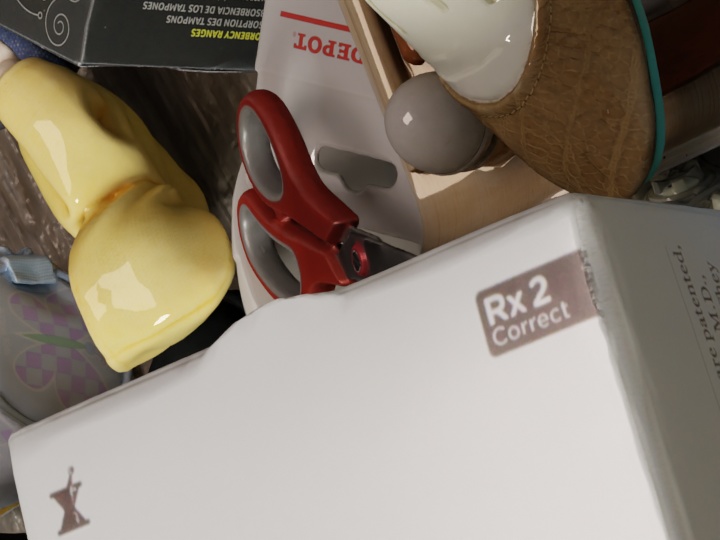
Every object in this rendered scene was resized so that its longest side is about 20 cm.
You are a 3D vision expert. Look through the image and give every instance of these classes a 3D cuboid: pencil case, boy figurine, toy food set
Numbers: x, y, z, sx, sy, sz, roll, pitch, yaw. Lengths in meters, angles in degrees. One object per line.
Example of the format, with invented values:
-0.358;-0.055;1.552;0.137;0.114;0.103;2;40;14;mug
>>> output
-0.181;0.069;1.165;0.200;0.083;0.091;-37;77;41;pencil case
-0.101;-0.032;1.062;0.064;0.124;0.200;-36;47;0;boy figurine
0.037;-0.111;0.861;0.143;0.060;0.200;-26;80;29;toy food set

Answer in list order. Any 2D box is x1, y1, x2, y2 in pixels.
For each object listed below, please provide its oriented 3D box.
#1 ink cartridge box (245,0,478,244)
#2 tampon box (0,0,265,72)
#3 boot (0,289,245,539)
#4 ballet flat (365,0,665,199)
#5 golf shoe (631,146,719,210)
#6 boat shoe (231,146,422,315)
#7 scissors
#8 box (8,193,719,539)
0.033;-0.113;0.952;0.116;0.068;0.200;18;102;44;ink cartridge box
-0.075;-0.187;1.024;0.150;0.126;0.200;29;111;43;tampon box
-0.106;0.106;1.030;0.073;0.162;0.198;17;102;44;boot
0.027;-0.111;0.798;0.068;0.072;0.200;-22;79;51;ballet flat
0.147;0.011;0.831;0.200;0.078;0.097;35;147;58;golf shoe
-0.003;0.037;0.995;0.069;0.072;0.200;104;152;-58;boat shoe
0.000;0.000;0.884;0.200;0.014;0.073;-139;43;-57;scissors
0.036;0.105;0.749;0.199;0.131;0.200;-24;74;32;box
